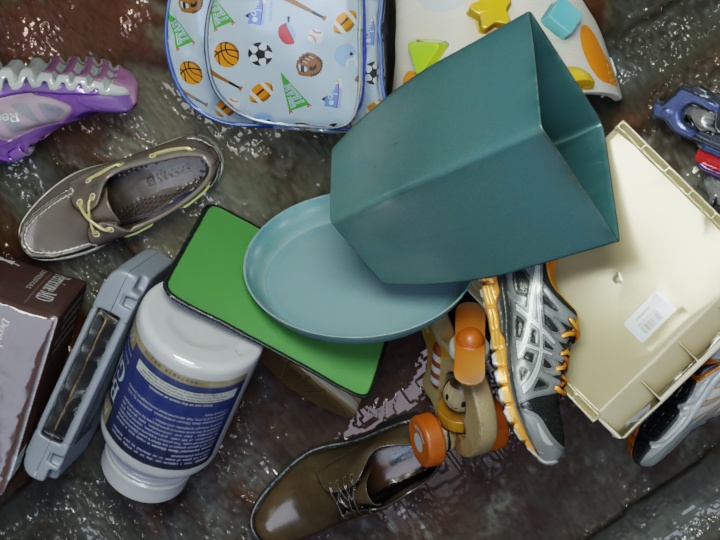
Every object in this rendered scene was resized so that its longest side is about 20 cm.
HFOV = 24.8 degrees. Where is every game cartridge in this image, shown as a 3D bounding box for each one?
[{"bbox_3d":[-0.228,0.079,1.435,0.041,0.133,0.200,26,101,-3],"label":"game cartridge"}]

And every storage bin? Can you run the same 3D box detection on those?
[{"bbox_3d":[0.226,0.010,1.416,0.200,0.094,0.199,-45,78,7],"label":"storage bin"}]

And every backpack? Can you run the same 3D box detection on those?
[{"bbox_3d":[-0.070,-0.200,1.383,0.190,0.154,0.200,3,104,9],"label":"backpack"}]

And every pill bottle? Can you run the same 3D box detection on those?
[{"bbox_3d":[-0.163,0.110,1.424,0.111,0.111,0.200,22,129,-5],"label":"pill bottle"}]

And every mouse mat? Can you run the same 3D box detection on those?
[{"bbox_3d":[-0.065,0.024,1.419,0.200,0.161,0.008,30,122,-6],"label":"mouse mat"}]

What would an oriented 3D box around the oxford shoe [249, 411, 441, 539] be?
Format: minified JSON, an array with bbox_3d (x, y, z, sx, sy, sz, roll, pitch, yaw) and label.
[{"bbox_3d":[-0.015,0.194,1.486,0.200,0.084,0.073,-31,101,7],"label":"oxford shoe"}]

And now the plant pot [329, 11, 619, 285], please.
[{"bbox_3d":[0.083,-0.078,1.316,0.200,0.141,0.141,-22,132,22],"label":"plant pot"}]

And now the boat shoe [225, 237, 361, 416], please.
[{"bbox_3d":[-0.066,0.048,1.463,0.200,0.074,0.069,42,69,-9],"label":"boat shoe"}]

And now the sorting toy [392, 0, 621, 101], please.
[{"bbox_3d":[0.110,-0.217,1.416,0.200,0.107,0.180,-15,81,2],"label":"sorting toy"}]

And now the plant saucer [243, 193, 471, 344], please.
[{"bbox_3d":[0.000,0.000,1.406,0.200,0.200,0.027,-3,130,0],"label":"plant saucer"}]

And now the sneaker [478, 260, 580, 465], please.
[{"bbox_3d":[0.146,0.059,1.347,0.077,0.078,0.200,-11,82,8],"label":"sneaker"}]

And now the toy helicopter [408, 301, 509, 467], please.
[{"bbox_3d":[0.074,0.065,1.428,0.079,0.132,0.200,-12,66,-17],"label":"toy helicopter"}]

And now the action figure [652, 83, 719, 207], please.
[{"bbox_3d":[0.369,-0.130,1.421,0.200,0.105,0.194,35,105,18],"label":"action figure"}]

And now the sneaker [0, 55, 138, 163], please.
[{"bbox_3d":[-0.290,-0.138,1.428,0.200,0.080,0.089,-1,107,5],"label":"sneaker"}]

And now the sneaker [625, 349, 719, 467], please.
[{"bbox_3d":[0.324,0.107,1.480,0.092,0.076,0.200,29,108,-23],"label":"sneaker"}]

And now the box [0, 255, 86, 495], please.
[{"bbox_3d":[-0.364,0.069,1.416,0.200,0.166,0.164,17,99,-4],"label":"box"}]

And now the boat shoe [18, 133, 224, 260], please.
[{"bbox_3d":[-0.215,-0.061,1.447,0.200,0.060,0.072,-23,101,4],"label":"boat shoe"}]
